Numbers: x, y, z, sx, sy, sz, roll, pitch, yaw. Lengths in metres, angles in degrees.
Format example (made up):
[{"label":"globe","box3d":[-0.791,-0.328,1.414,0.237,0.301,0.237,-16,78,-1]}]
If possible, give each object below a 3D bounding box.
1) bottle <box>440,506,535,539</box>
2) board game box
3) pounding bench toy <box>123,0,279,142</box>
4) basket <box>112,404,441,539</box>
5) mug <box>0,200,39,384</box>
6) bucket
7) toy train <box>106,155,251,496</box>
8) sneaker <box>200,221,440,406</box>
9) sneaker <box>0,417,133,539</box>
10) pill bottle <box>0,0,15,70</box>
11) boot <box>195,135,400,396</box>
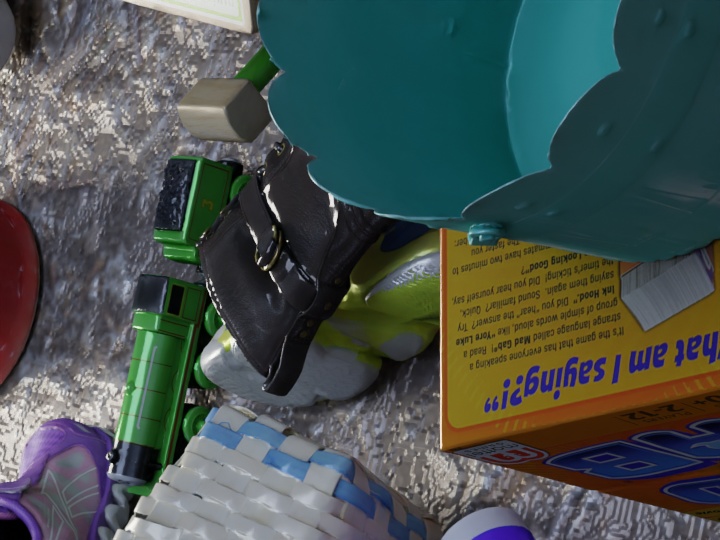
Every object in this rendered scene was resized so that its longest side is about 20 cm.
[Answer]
[{"label":"bottle","box3d":[0.098,0.192,1.288,0.065,0.083,0.200,-53,45,21]},{"label":"board game box","box3d":[0.171,-0.018,1.191,0.200,0.200,0.200,-16,66,42]},{"label":"pounding bench toy","box3d":[-0.038,-0.180,1.516,0.124,0.156,0.200,18,122,47]},{"label":"basket","box3d":[-0.053,0.182,1.385,0.139,0.176,0.200,14,73,28]},{"label":"mug","box3d":[-0.324,-0.002,1.708,0.177,0.200,0.134,12,87,47]},{"label":"bucket","box3d":[0.074,-0.102,1.071,0.207,0.135,0.208,-17,65,41]},{"label":"toy train","box3d":[-0.100,0.032,1.568,0.042,0.056,0.201,4,80,47]},{"label":"sneaker","box3d":[0.000,0.000,1.475,0.200,0.076,0.105,-22,46,38]},{"label":"sneaker","box3d":[-0.178,0.140,1.562,0.081,0.088,0.200,-50,24,23]},{"label":"pill bottle","box3d":[-0.297,-0.200,1.807,0.114,0.114,0.200,-52,47,21]},{"label":"boot","box3d":[-0.032,-0.060,1.414,0.174,0.069,0.200,-48,43,34]}]
